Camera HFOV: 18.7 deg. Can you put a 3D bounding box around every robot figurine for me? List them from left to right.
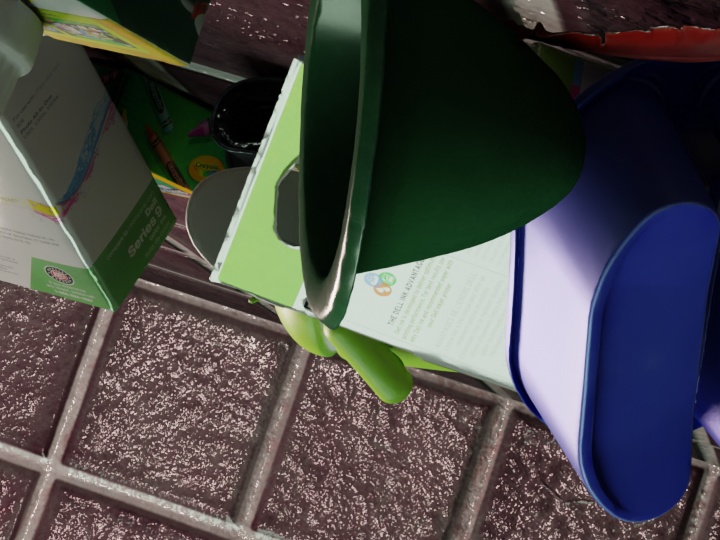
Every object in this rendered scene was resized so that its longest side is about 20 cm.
[{"bbox_3d":[0.030,0.006,1.462,0.200,0.116,0.176,5,-145,14],"label":"robot figurine"}]

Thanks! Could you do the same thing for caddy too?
[{"bbox_3d":[0.134,0.005,0.891,0.141,0.200,0.105,-9,-143,-14],"label":"caddy"}]

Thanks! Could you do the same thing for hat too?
[{"bbox_3d":[0.075,-0.053,0.834,0.176,0.166,0.200,3,-161,-9],"label":"hat"}]

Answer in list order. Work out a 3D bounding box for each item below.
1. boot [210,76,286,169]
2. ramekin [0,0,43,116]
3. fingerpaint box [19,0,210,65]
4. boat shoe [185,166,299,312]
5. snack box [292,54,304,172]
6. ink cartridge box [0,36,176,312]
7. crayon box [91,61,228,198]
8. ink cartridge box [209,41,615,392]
[{"bbox_3d":[0.005,-0.049,1.313,0.200,0.077,0.168,25,178,-1],"label":"boot"},{"bbox_3d":[-0.241,-0.087,0.900,0.200,0.105,0.200,18,174,2],"label":"ramekin"},{"bbox_3d":[-0.182,-0.160,0.913,0.200,0.073,0.167,14,173,35],"label":"fingerpaint box"},{"bbox_3d":[0.000,0.000,1.174,0.200,0.071,0.064,20,174,-6],"label":"boat shoe"},{"bbox_3d":[0.077,-0.045,1.170,0.168,0.068,0.200,13,170,47],"label":"snack box"},{"bbox_3d":[-0.223,-0.080,1.368,0.145,0.088,0.200,14,149,32],"label":"ink cartridge box"},{"bbox_3d":[-0.191,-0.104,1.513,0.200,0.058,0.119,13,172,42],"label":"crayon box"},{"bbox_3d":[0.050,-0.032,0.995,0.200,0.076,0.148,20,133,-5],"label":"ink cartridge box"}]
